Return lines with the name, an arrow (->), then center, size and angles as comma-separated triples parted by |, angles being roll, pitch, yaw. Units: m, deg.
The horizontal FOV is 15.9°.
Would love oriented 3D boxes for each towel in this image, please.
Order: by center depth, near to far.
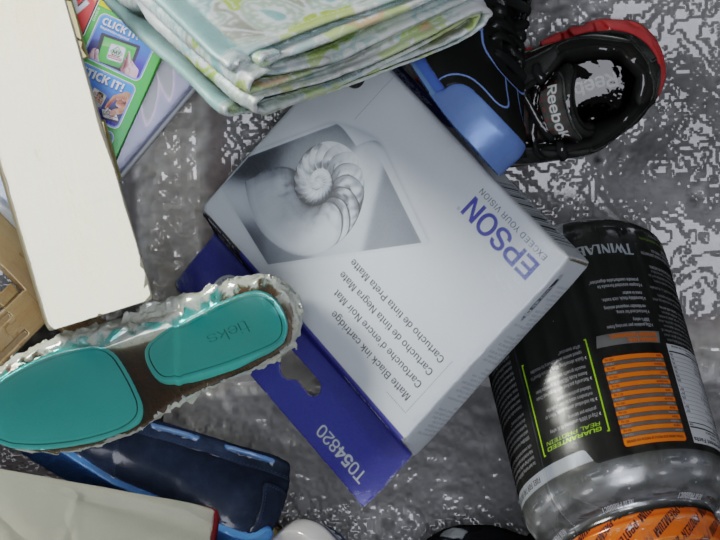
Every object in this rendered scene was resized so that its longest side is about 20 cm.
towel -> -0.044, -0.166, 1.460 | 0.170, 0.200, 0.048 | -23, 133, -22

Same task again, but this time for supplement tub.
supplement tub -> 0.141, 0.082, 1.501 | 0.122, 0.123, 0.201 | -11, 65, -2

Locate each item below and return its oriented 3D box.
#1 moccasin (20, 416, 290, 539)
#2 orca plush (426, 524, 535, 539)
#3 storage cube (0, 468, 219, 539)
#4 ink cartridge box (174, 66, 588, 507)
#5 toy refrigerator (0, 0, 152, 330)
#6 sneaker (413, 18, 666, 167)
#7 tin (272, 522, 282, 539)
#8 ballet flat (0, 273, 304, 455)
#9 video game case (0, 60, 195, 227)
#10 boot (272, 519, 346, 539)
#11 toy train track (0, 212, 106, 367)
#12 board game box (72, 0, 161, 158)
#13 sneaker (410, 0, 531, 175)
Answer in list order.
moccasin -> -0.135, 0.105, 1.549 | 0.199, 0.081, 0.068 | 26, 72, 5
orca plush -> 0.132, 0.169, 1.574 | 0.199, 0.105, 0.071 | -5, 56, 20
storage cube -> -0.180, 0.238, 1.456 | 0.199, 0.171, 0.181 | 10, 120, -4
ink cartridge box -> 0.000, 0.000, 1.503 | 0.200, 0.041, 0.200 | -49, 66, 13
toy refrigerator -> -0.175, -0.073, 1.474 | 0.070, 0.076, 0.201 | -17, 95, -8
sneaker -> 0.090, -0.095, 1.530 | 0.199, 0.098, 0.071 | -19, 101, 0
tin -> -0.070, 0.234, 1.588 | 0.111, 0.042, 0.201 | -23, 97, 4
ballet flat -> -0.124, 0.052, 1.487 | 0.199, 0.072, 0.072 | -18, 97, 7
video game case -> -0.203, -0.140, 1.548 | 0.200, 0.023, 0.182 | 40, 93, -7
boot -> 0.018, 0.222, 1.562 | 0.090, 0.073, 0.201 | -39, 112, -42
toy train track -> -0.215, 0.043, 1.517 | 0.115, 0.033, 0.200 | 47, 65, -6
board game box -> -0.220, -0.138, 1.522 | 0.199, 0.029, 0.135 | 24, 95, -5
sneaker -> 0.066, -0.141, 1.483 | 0.078, 0.200, 0.070 | -35, 136, 12
